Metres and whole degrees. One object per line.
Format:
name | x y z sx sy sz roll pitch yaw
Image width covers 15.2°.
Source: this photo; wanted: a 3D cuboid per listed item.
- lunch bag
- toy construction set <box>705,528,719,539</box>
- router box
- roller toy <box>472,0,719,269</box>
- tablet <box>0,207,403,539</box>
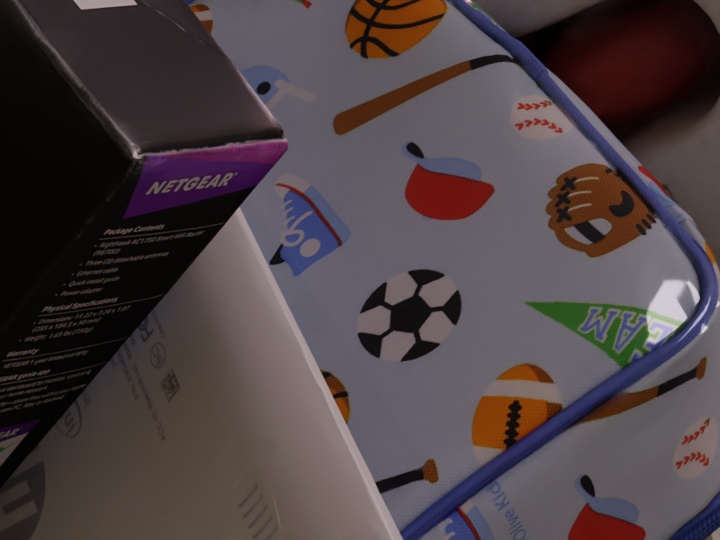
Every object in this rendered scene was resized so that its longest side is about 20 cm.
lunch bag | -0.014 0.013 0.626 0.200 0.160 0.076 48 -8 43
toy construction set | 0.044 0.071 0.705 0.131 0.092 0.200 45 25 1
router box | -0.126 -0.049 0.554 0.200 0.149 0.051 53 31 16
roller toy | 0.125 -0.063 0.711 0.140 0.199 0.182 60 13 -9
tablet | -0.060 0.033 0.570 0.014 0.130 0.201 8 43 -40
